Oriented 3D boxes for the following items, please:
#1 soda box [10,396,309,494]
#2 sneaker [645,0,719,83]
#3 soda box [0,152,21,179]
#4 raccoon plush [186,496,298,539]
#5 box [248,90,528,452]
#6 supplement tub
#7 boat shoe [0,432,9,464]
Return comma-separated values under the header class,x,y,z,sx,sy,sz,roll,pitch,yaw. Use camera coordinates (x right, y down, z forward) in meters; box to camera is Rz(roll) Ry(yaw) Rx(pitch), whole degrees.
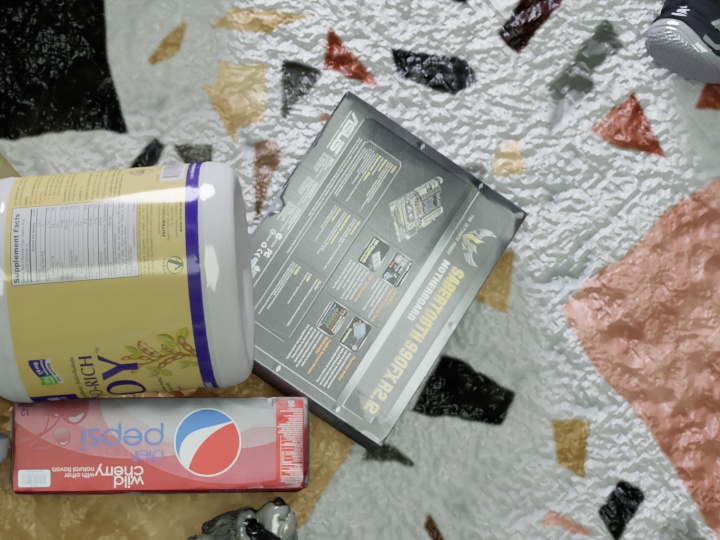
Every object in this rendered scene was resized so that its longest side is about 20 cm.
class,x,y,z,sx,sy,sz,roll,pitch,yaw
soda box,-0.135,0.119,1.295,0.198,0.070,0.064,1,81,-8
sneaker,0.316,-0.182,1.411,0.198,0.075,0.115,17,81,-2
soda box,-0.320,-0.013,1.282,0.064,0.068,0.201,29,75,27
raccoon plush,-0.067,0.254,1.276,0.133,0.097,0.202,16,78,3
box,0.000,0.000,1.347,0.158,0.048,0.201,33,78,-2
supplement tub,-0.172,0.009,1.235,0.198,0.145,0.147,-5,81,2
boat shoe,-0.328,0.130,1.257,0.197,0.074,0.069,2,90,2
